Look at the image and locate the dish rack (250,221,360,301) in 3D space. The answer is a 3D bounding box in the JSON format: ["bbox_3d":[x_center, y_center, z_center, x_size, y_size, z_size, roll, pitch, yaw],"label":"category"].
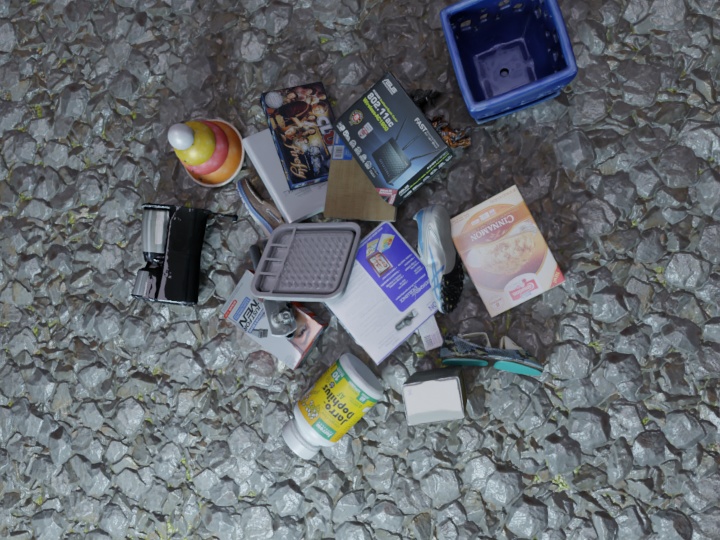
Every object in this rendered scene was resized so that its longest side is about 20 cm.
[{"bbox_3d":[-0.096,-0.011,1.174,0.198,0.044,0.173,0,55,26],"label":"dish rack"}]

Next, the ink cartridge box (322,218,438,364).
[{"bbox_3d":[0.039,0.040,1.194,0.198,0.043,0.200,-40,83,-7],"label":"ink cartridge box"}]

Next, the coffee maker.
[{"bbox_3d":[-0.370,-0.029,1.301,0.190,0.135,0.203,5,89,12],"label":"coffee maker"}]

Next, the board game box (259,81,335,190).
[{"bbox_3d":[-0.110,-0.276,1.275,0.134,0.035,0.202,-17,82,-19],"label":"board game box"}]

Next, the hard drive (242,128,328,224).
[{"bbox_3d":[-0.138,-0.204,1.285,0.131,0.026,0.201,-27,81,-21],"label":"hard drive"}]

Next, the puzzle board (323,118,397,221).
[{"bbox_3d":[0.010,-0.198,1.224,0.149,0.017,0.202,5,84,23],"label":"puzzle board"}]

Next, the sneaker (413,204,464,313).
[{"bbox_3d":[0.143,-0.020,1.166,0.072,0.071,0.202,-13,84,48],"label":"sneaker"}]

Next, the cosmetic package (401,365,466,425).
[{"bbox_3d":[0.139,0.224,1.144,0.104,0.200,0.072,-10,85,12],"label":"cosmetic package"}]

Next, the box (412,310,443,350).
[{"bbox_3d":[0.116,0.058,1.240,0.041,0.039,0.202,-21,83,8],"label":"box"}]

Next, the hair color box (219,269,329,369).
[{"bbox_3d":[-0.178,0.099,1.289,0.199,0.064,0.111,35,93,10],"label":"hair color box"}]

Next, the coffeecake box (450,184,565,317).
[{"bbox_3d":[0.272,-0.034,1.193,0.152,0.073,0.202,-27,83,9],"label":"coffeecake box"}]

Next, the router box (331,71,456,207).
[{"bbox_3d":[0.059,-0.242,1.162,0.150,0.062,0.201,-40,70,15],"label":"router box"}]

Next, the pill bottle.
[{"bbox_3d":[-0.059,0.270,1.230,0.200,0.113,0.113,-46,80,7],"label":"pill bottle"}]

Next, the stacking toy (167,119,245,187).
[{"bbox_3d":[-0.333,-0.257,1.269,0.144,0.200,0.148,-1,87,12],"label":"stacking toy"}]

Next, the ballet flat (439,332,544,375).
[{"bbox_3d":[0.251,0.152,1.188,0.198,0.074,0.075,8,89,-2],"label":"ballet flat"}]

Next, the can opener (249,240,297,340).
[{"bbox_3d":[-0.171,0.042,1.238,0.053,0.067,0.202,-17,68,-4],"label":"can opener"}]

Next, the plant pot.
[{"bbox_3d":[0.268,-0.391,1.156,0.198,0.180,0.202,-18,85,11],"label":"plant pot"}]

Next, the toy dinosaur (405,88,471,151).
[{"bbox_3d":[0.118,-0.285,1.233,0.198,0.102,0.137,0,105,-9],"label":"toy dinosaur"}]

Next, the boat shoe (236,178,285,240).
[{"bbox_3d":[-0.181,-0.115,1.302,0.072,0.072,0.201,-35,91,3],"label":"boat shoe"}]
